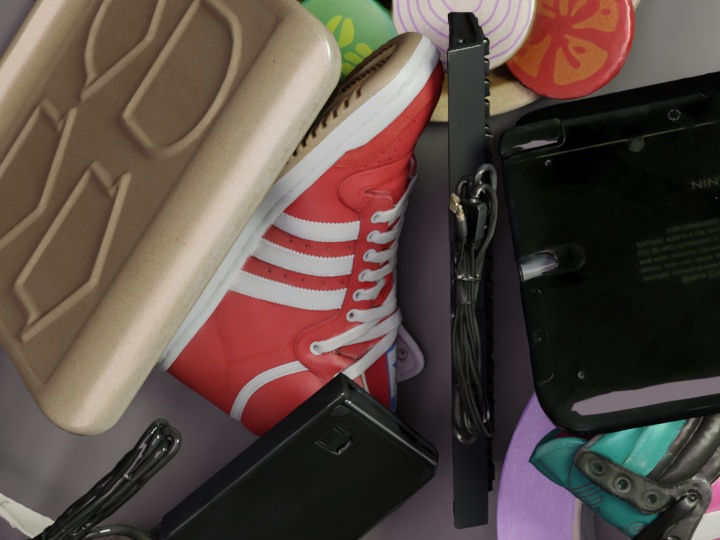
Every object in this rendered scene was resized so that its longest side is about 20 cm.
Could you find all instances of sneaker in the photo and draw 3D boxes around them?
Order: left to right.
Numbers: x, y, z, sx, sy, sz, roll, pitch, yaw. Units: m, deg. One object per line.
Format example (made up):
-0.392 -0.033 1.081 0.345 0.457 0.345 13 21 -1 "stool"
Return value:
0.000 0.000 0.924 0.112 0.071 0.200 41 127 -3 "sneaker"
0.117 0.102 0.859 0.120 0.084 0.202 17 88 4 "sneaker"

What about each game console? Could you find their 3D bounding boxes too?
0.160 -0.022 0.862 0.198 0.116 0.177 -11 67 9 "game console"

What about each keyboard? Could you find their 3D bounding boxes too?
-0.075 0.109 0.900 0.200 0.127 0.021 -40 45 12 "keyboard"
0.044 0.005 0.888 0.020 0.127 0.202 -1 111 3 "keyboard"

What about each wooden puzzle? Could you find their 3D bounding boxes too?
-0.094 -0.049 0.937 0.186 0.046 0.200 -57 39 9 "wooden puzzle"

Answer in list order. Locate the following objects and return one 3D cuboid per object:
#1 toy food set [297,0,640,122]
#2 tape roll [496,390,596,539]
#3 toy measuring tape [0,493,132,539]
0.036 -0.158 0.945 0.199 0.049 0.199 -18 90 10 "toy food set"
0.157 0.101 0.928 0.198 0.066 0.202 1 93 11 "tape roll"
-0.176 0.057 0.985 0.199 0.074 0.074 27 97 8 "toy measuring tape"
